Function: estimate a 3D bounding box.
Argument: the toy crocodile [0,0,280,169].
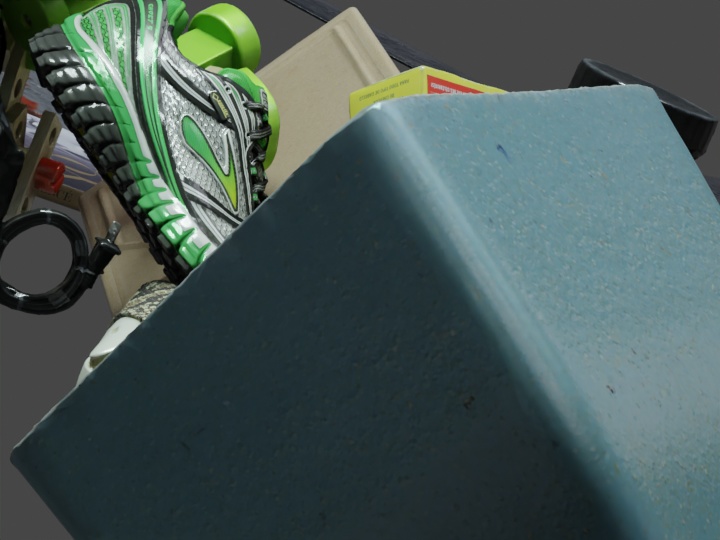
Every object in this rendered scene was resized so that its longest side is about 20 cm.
[{"bbox_3d":[-0.116,-0.111,1.203,0.200,0.062,0.068,31,44,28],"label":"toy crocodile"}]

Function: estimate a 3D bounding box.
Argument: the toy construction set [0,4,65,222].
[{"bbox_3d":[-0.238,-0.109,1.264,0.200,0.131,0.092,25,-33,-4],"label":"toy construction set"}]

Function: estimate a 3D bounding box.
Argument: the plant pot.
[{"bbox_3d":[0.045,0.077,0.812,0.196,0.196,0.200,-8,61,-57],"label":"plant pot"}]

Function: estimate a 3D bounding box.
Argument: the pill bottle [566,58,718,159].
[{"bbox_3d":[0.123,-0.013,1.371,0.112,0.200,0.112,24,11,-5],"label":"pill bottle"}]

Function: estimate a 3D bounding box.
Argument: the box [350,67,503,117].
[{"bbox_3d":[0.039,0.015,1.078,0.075,0.200,0.050,15,-24,-42],"label":"box"}]

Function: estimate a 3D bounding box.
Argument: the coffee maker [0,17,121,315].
[{"bbox_3d":[-0.220,-0.062,1.126,0.192,0.135,0.200,47,6,-17],"label":"coffee maker"}]

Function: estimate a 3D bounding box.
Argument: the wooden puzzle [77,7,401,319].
[{"bbox_3d":[-0.056,-0.049,1.236,0.037,0.185,0.200,54,4,-23],"label":"wooden puzzle"}]

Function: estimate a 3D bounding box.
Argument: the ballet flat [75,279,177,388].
[{"bbox_3d":[-0.074,0.059,1.002,0.075,0.068,0.200,-6,29,-31],"label":"ballet flat"}]

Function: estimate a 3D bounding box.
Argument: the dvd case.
[{"bbox_3d":[-0.158,-0.057,1.447,0.200,0.016,0.149,19,13,-24],"label":"dvd case"}]

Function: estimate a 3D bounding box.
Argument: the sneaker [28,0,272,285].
[{"bbox_3d":[-0.066,-0.044,1.081,0.200,0.085,0.078,56,-8,10],"label":"sneaker"}]
